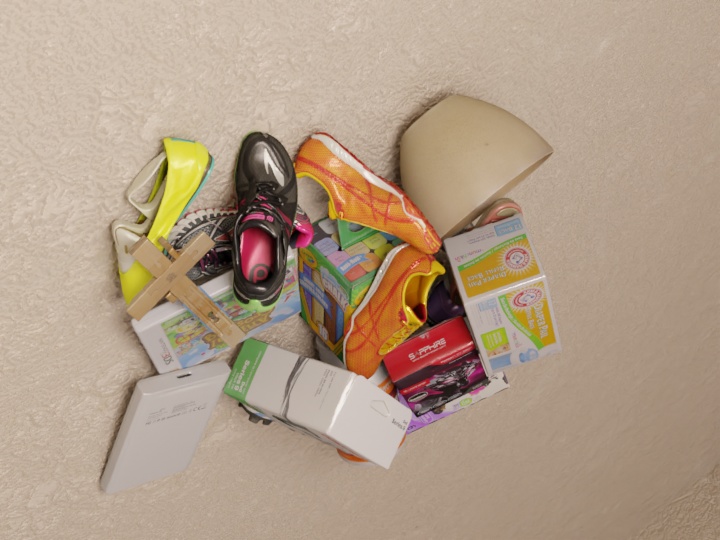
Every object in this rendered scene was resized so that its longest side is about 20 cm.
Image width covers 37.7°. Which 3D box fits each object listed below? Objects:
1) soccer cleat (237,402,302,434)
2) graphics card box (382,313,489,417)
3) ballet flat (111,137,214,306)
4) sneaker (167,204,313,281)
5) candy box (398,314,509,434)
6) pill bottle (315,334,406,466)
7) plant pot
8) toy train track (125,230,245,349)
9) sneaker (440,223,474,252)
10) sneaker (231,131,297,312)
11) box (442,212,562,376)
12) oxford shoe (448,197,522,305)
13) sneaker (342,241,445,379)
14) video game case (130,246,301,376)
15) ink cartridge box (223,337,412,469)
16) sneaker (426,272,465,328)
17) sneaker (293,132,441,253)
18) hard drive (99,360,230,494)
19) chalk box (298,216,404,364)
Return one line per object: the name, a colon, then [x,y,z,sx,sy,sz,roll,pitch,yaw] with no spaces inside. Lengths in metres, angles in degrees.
soccer cleat: [-0.088,0.183,1.510,0.087,0.070,0.199,-54,146,12]
graphics card box: [0.108,0.138,1.483,0.124,0.051,0.200,-26,156,1]
ballet flat: [-0.227,-0.054,1.129,0.066,0.067,0.202,20,108,-32]
sneaker: [-0.146,-0.034,1.217,0.198,0.075,0.081,-28,142,-25]
candy box: [0.121,0.166,1.665,0.198,0.072,0.168,-25,146,7]
pill bottle: [-0.001,0.173,1.518,0.109,0.109,0.203,-27,121,-26]
plant pot: [0.125,-0.139,1.328,0.199,0.135,0.200,-38,175,-4]
toy train track: [-0.188,0.022,1.139,0.115,0.032,0.200,-45,138,-6]
sneaker: [0.105,-0.044,1.498,0.115,0.075,0.201,-38,136,-4]
sneaker: [-0.104,-0.058,1.155,0.075,0.203,0.084,0,168,-8]
box: [0.187,0.035,1.368,0.111,0.102,0.201,-19,145,6]
oxford shoe: [0.157,-0.038,1.413,0.070,0.075,0.201,3,142,-20]
sneaker: [0.036,0.062,1.294,0.072,0.077,0.202,-7,131,-46]
video game case: [-0.165,0.054,1.261,0.198,0.022,0.183,-27,160,-11]
ink cartridge box: [-0.055,0.168,1.350,0.146,0.198,0.085,38,73,-45]
sneaker: [0.141,0.037,1.594,0.088,0.076,0.200,-45,170,21]
sneaker: [0.008,-0.078,1.242,0.078,0.199,0.073,-54,176,6]
hard drive: [-0.254,0.204,1.365,0.131,0.026,0.201,-12,141,-41]
chalk box: [0.000,0.000,1.368,0.124,0.124,0.202,-27,143,-26]
